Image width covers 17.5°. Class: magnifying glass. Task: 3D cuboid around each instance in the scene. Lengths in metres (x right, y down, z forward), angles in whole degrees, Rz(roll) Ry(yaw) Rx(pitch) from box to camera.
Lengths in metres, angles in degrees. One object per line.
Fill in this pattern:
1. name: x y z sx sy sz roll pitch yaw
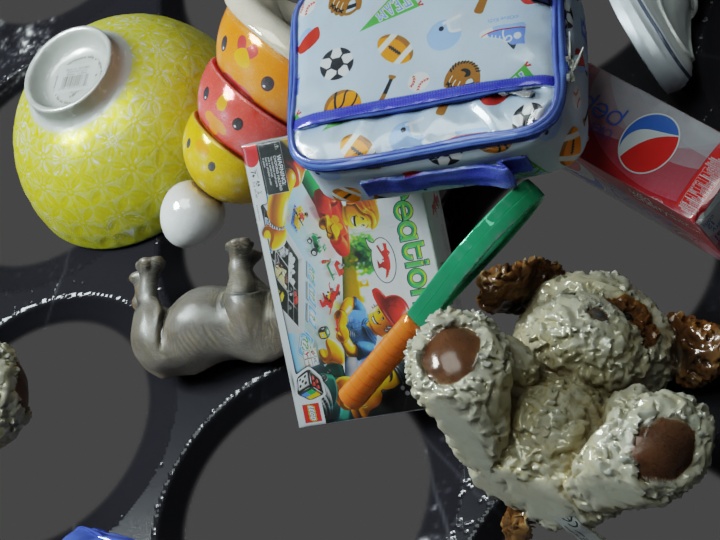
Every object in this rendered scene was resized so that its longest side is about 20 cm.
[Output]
1. magnifying glass: 0.051 0.017 1.522 0.022 0.080 0.200 44 117 6

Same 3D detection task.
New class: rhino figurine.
1. rhino figurine: -0.083 0.025 1.681 0.200 0.060 0.088 -11 75 25

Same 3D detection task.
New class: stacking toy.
1. stacking toy: -0.082 -0.097 1.740 0.200 0.146 0.146 -56 47 12

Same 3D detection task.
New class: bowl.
1. bowl: -0.199 -0.129 1.822 0.200 0.108 0.200 -16 54 23

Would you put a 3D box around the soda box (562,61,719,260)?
1. soda box: 0.187 -0.080 1.578 0.063 0.070 0.200 -52 48 -3

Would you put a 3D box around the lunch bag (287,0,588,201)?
1. lunch bag: 0.053 -0.123 1.503 0.200 0.076 0.161 -9 60 20

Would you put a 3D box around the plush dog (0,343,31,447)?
1. plush dog: -0.353 0.123 1.699 0.160 0.172 0.200 -2 60 29

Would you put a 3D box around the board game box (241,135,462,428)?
1. board game box: 0.000 0.000 1.591 0.126 0.035 0.200 -11 94 24

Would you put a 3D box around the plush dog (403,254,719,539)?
1. plush dog: 0.139 0.075 1.489 0.200 0.161 0.172 22 56 14

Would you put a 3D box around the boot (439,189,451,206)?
1. boot: 0.047 -0.129 1.655 0.151 0.073 0.200 -60 30 37

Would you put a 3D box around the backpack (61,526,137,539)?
1. backpack: -0.153 0.275 1.498 0.162 0.168 0.200 8 70 42

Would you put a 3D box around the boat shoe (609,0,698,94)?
1. boat shoe: 0.207 -0.213 1.648 0.067 0.074 0.200 -29 49 16
